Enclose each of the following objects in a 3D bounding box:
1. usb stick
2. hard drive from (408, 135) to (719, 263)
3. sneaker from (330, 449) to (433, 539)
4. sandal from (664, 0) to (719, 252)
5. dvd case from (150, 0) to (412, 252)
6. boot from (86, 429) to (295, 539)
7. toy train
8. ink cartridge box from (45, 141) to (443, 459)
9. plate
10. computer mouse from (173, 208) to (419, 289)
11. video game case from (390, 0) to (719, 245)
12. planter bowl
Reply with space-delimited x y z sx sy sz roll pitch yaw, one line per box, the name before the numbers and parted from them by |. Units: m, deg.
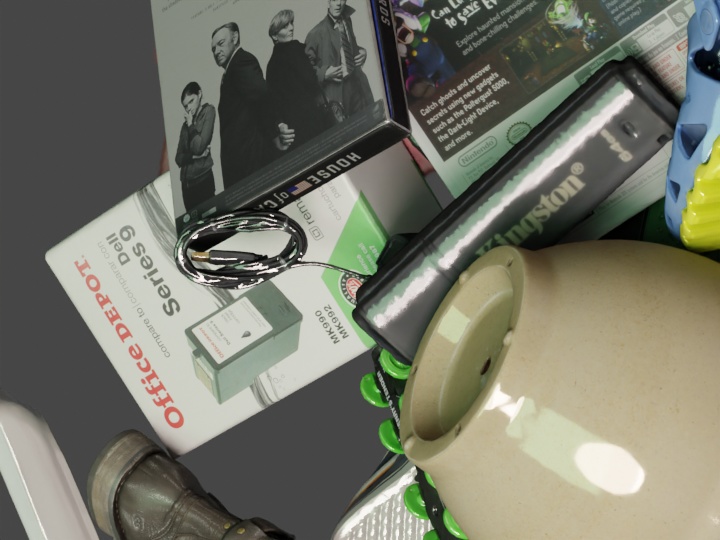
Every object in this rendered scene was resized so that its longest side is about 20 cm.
usb stick | 0.080 -0.029 1.499 0.200 0.033 0.055 -43 105 13
hard drive | 0.131 -0.062 1.560 0.200 0.038 0.140 45 120 7
sneaker | 0.067 0.108 1.631 0.200 0.079 0.079 -33 95 5
sandal | 0.192 -0.098 1.438 0.087 0.079 0.201 54 141 41
dvd case | -0.048 -0.127 1.564 0.150 0.025 0.201 -28 54 30
boot | -0.065 0.183 1.648 0.174 0.069 0.200 30 161 29
toy train | 0.056 0.122 1.544 0.042 0.056 0.201 -55 48 47
ink cartridge box | -0.057 -0.003 1.641 0.200 0.084 0.146 -31 92 29
plate | -0.178 0.156 1.718 0.032 0.200 0.200 -24 97 -10
computer mouse | 0.000 0.000 1.542 0.199 0.034 0.059 11 110 -6
video game case | 0.108 -0.114 1.521 0.200 0.023 0.182 -34 91 31
planter bowl | 0.104 0.066 1.452 0.134 0.201 0.200 26 121 -19
